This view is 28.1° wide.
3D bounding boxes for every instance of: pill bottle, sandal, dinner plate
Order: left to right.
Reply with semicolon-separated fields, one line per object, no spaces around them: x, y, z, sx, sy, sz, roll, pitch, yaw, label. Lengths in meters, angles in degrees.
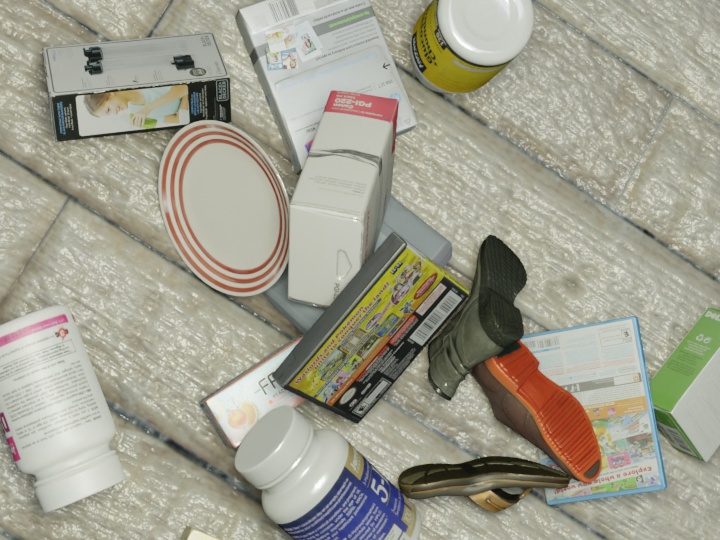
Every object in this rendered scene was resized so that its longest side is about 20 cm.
-0.332;0.149;1.547;0.113;0.113;0.202;-21;87;-14;pill bottle
-0.146;-0.070;1.592;0.024;0.200;0.201;-25;88;-46;dinner plate
-0.038;0.245;1.568;0.200;0.119;0.120;45;76;-22;pill bottle
0.120;-0.267;1.650;0.111;0.200;0.113;2;82;-11;pill bottle
0.141;0.252;1.654;0.198;0.082;0.055;-5;101;-13;sandal

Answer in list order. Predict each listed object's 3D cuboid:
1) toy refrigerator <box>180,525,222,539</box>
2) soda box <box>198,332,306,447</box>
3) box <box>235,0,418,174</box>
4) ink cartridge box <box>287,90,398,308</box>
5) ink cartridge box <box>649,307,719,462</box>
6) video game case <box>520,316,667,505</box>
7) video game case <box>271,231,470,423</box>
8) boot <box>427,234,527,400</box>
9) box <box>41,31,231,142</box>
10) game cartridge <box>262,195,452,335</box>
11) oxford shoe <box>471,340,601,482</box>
-0.109;0.347;1.588;0.199;0.076;0.071;24;78;-7;toy refrigerator
-0.082;0.120;1.626;0.199;0.068;0.064;-33;93;-15;soda box
-0.040;-0.235;1.696;0.155;0.041;0.202;-22;87;-13;box
-0.018;-0.077;1.570;0.084;0.146;0.201;9;45;5;ink cartridge box
0.429;0.116;1.718;0.200;0.059;0.104;-50;124;-12;ink cartridge box
0.271;0.165;1.684;0.142;0.018;0.202;-11;84;19;video game case
0.015;0.067;1.566;0.200;0.181;0.025;-49;58;4;video game case
0.125;0.051;1.667;0.068;0.201;0.131;37;121;-17;boot
-0.251;-0.207;1.607;0.198;0.117;0.061;-8;127;-14;box
0.000;0.000;1.629;0.199;0.042;0.133;-34;46;-21;game cartridge
0.204;0.167;1.676;0.071;0.073;0.201;-31;81;-39;oxford shoe
